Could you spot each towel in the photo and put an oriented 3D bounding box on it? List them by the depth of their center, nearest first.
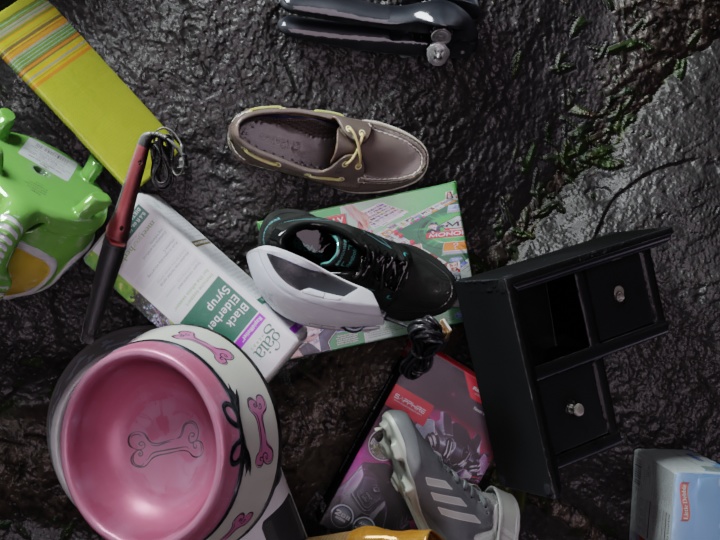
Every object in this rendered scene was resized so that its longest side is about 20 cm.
[{"bbox_3d":[-0.257,-0.163,1.071,0.200,0.018,0.086,47,45,-7],"label":"towel"}]

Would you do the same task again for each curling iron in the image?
[{"bbox_3d":[-0.203,-0.029,1.016,0.049,0.026,0.203,25,94,6],"label":"curling iron"}]

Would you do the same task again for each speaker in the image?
[{"bbox_3d":[-0.078,0.280,1.079,0.080,0.081,0.203,-20,112,-6],"label":"speaker"}]

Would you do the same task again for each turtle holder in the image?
[{"bbox_3d":[-0.294,-0.038,1.019,0.140,0.186,0.133,17,115,-42],"label":"turtle holder"}]

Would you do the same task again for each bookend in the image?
[{"bbox_3d":[0.211,0.081,1.097,0.196,0.092,0.204,-15,95,-26],"label":"bookend"}]

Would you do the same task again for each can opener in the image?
[{"bbox_3d":[0.019,-0.233,1.112,0.196,0.079,0.064,-1,132,-4],"label":"can opener"}]

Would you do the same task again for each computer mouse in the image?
[{"bbox_3d":[-0.018,0.040,1.045,0.197,0.110,0.044,24,68,-3],"label":"computer mouse"}]

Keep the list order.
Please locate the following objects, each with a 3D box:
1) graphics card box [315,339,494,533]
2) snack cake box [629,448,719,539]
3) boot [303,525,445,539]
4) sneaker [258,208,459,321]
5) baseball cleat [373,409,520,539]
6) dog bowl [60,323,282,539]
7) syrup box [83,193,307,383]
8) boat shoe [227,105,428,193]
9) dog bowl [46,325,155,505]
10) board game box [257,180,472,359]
[{"bbox_3d":[0.055,0.183,1.133,0.124,0.051,0.202,30,90,-8],"label":"graphics card box"},{"bbox_3d":[0.310,0.285,1.136,0.066,0.115,0.204,3,93,-7],"label":"snack cake box"},{"bbox_3d":[0.042,0.306,1.065,0.142,0.071,0.203,-6,132,27],"label":"boot"},{"bbox_3d":[0.000,0.000,1.075,0.197,0.079,0.077,17,89,-9],"label":"sneaker"},{"bbox_3d":[0.086,0.206,1.086,0.105,0.070,0.203,-24,106,-12],"label":"baseball cleat"},{"bbox_3d":[-0.169,0.148,0.989,0.197,0.074,0.204,0,90,23],"label":"dog bowl"},{"bbox_3d":[-0.147,0.024,1.069,0.199,0.081,0.079,42,95,2],"label":"syrup box"},{"bbox_3d":[-0.028,-0.116,1.103,0.196,0.060,0.073,10,91,-7],"label":"boat shoe"},{"bbox_3d":[-0.200,0.155,1.096,0.196,0.059,0.204,0,93,-6],"label":"dog bowl"},{"bbox_3d":[0.009,0.000,1.129,0.196,0.029,0.137,-11,93,-6],"label":"board game box"}]
